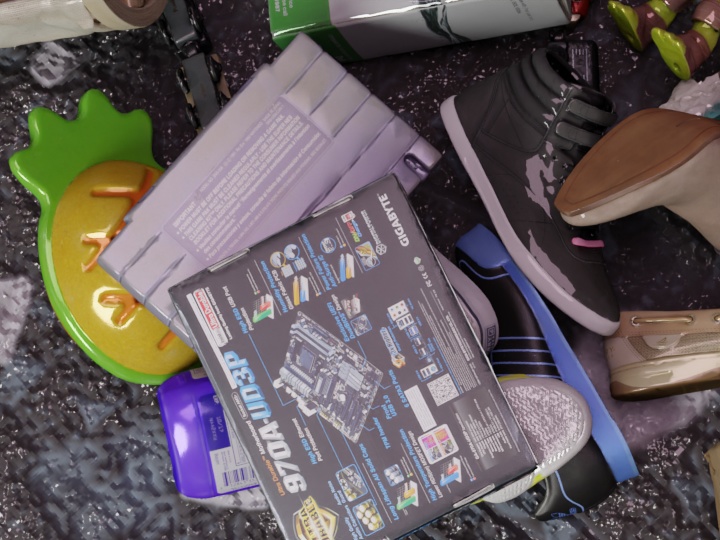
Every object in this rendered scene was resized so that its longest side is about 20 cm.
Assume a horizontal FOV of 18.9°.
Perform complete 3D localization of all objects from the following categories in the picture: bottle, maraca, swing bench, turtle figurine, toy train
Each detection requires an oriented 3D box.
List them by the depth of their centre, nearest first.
[{"bbox_3d":[-0.031,0.090,1.423,0.198,0.065,0.084,-13,109,-8],"label":"bottle"},{"bbox_3d":[-0.157,-0.022,1.435,0.137,0.107,0.202,-23,89,-41],"label":"maraca"},{"bbox_3d":[-0.238,-0.239,1.472,0.197,0.130,0.202,-5,77,18],"label":"swing bench"},{"bbox_3d":[-0.103,-0.113,1.484,0.034,0.046,0.202,-22,70,5],"label":"toy train"},{"bbox_3d":[0.249,-0.210,1.487,0.161,0.065,0.200,-40,58,-8],"label":"turtle figurine"},{"bbox_3d":[0.145,-0.200,1.506,0.045,0.034,0.202,-1,77,0],"label":"toy train"}]

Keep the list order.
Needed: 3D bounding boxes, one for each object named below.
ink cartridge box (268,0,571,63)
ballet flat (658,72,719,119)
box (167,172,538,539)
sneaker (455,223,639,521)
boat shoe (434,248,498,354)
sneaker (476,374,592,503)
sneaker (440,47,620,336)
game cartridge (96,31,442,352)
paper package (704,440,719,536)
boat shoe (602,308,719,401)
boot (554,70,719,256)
[{"bbox_3d":[0.038,-0.230,1.477,0.198,0.083,0.148,-8,75,14],"label":"ink cartridge box"},{"bbox_3d":[0.254,-0.116,1.472,0.199,0.072,0.072,-32,76,-7],"label":"ballet flat"},{"bbox_3d":[-0.004,0.065,1.312,0.158,0.046,0.201,-27,83,2],"label":"box"},{"bbox_3d":[0.102,0.068,1.425,0.077,0.070,0.201,-30,74,0],"label":"sneaker"},{"bbox_3d":[0.000,0.000,1.422,0.069,0.071,0.200,-24,56,-36],"label":"boat shoe"},{"bbox_3d":[0.060,0.117,1.387,0.198,0.105,0.076,-20,83,16],"label":"sneaker"},{"bbox_3d":[0.136,-0.060,1.423,0.099,0.070,0.201,-39,66,25],"label":"sneaker"},{"bbox_3d":[-0.059,-0.040,1.381,0.129,0.038,0.200,40,78,7],"label":"game cartridge"},{"bbox_3d":[0.328,0.196,1.363,0.198,0.104,0.193,-4,77,2],"label":"paper package"},{"bbox_3d":[0.258,0.039,1.421,0.198,0.071,0.065,-9,77,3],"label":"boat shoe"},{"bbox_3d":[0.233,-0.049,1.413,0.199,0.147,0.070,-35,38,-4],"label":"boot"}]
